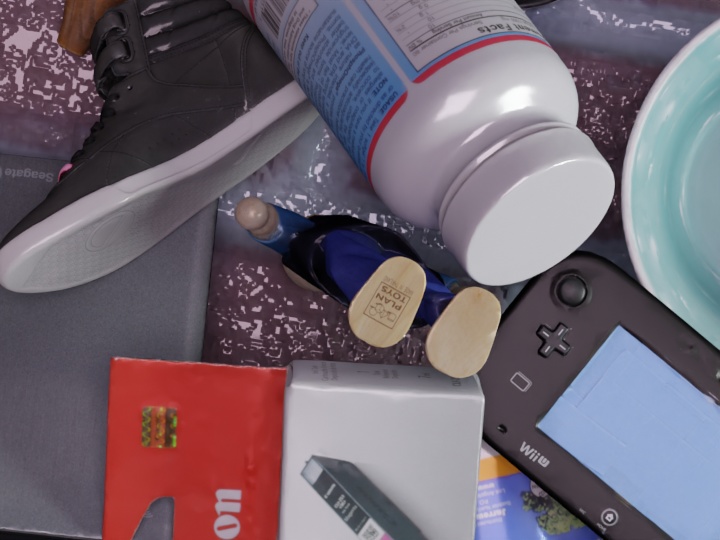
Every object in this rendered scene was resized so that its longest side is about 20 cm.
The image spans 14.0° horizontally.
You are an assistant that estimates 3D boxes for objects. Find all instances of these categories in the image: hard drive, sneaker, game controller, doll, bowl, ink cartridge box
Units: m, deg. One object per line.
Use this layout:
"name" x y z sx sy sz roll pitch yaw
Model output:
"hard drive" -0.148 0.041 1.447 0.139 0.033 0.200 6 65 -3
"sneaker" -0.120 -0.069 1.446 0.200 0.071 0.099 -35 74 -26
"game controller" 0.144 0.084 1.397 0.200 0.042 0.104 39 80 -4
"doll" 0.000 0.000 1.410 0.136 0.200 0.049 23 93 -17
"bowl" 0.223 -0.036 1.462 0.200 0.105 0.201 0 91 -2
"ink cartridge box" -0.036 0.141 1.377 0.173 0.044 0.200 3 104 -4

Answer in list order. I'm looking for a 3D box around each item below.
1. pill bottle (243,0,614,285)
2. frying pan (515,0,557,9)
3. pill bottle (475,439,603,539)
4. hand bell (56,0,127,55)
"pill bottle" 0.034 -0.092 1.398 0.109 0.109 0.200 -34 59 -1
"frying pan" 0.048 -0.169 1.494 0.190 0.031 0.115 -35 91 -4
"pill bottle" 0.074 0.174 1.459 0.112 0.112 0.200 -13 92 -2
"hand bell" -0.099 -0.198 1.471 0.104 0.104 0.200 30 103 -2
